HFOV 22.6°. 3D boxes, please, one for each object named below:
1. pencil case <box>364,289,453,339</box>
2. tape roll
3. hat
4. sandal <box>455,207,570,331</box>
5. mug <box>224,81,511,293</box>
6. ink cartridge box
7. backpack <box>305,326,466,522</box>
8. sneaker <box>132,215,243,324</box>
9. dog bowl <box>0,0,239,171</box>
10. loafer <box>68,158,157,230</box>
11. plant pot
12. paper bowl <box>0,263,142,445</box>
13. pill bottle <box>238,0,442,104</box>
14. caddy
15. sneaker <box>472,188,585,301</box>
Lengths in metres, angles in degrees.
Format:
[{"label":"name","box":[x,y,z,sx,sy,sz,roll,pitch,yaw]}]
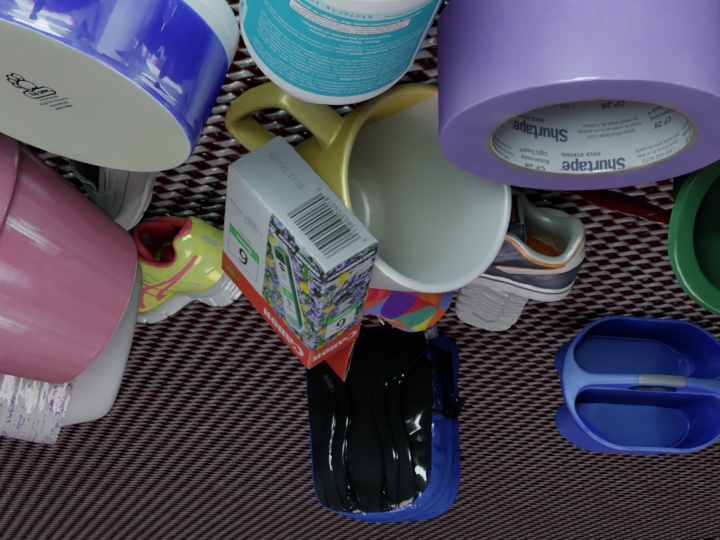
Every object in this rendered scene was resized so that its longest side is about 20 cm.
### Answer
[{"label":"pencil case","box":[0.000,0.000,1.579,0.088,0.088,0.200,-13,156,35]},{"label":"tape roll","box":[0.150,-0.124,1.179,0.200,0.085,0.200,0,164,0]},{"label":"hat","box":[0.278,-0.069,1.430,0.200,0.166,0.176,23,-167,-25]},{"label":"sandal","box":[0.132,-0.012,1.608,0.082,0.050,0.203,19,147,-11]},{"label":"mug","box":[0.001,-0.068,1.333,0.149,0.187,0.153,-28,-170,-33]},{"label":"ink cartridge box","box":[-0.049,0.006,1.290,0.050,0.109,0.200,-32,157,-24]},{"label":"backpack","box":[0.039,0.175,1.954,0.162,0.200,0.168,-10,160,26]},{"label":"sneaker","box":[-0.172,-0.012,1.582,0.090,0.078,0.200,38,149,-27]},{"label":"dog bowl","box":[-0.176,-0.136,1.042,0.200,0.079,0.200,18,163,6]},{"label":"loafer","box":[-0.184,-0.084,1.343,0.070,0.070,0.200,10,153,-16]},{"label":"plant pot","box":[-0.269,-0.009,1.297,0.179,0.200,0.200,29,149,-32]},{"label":"paper bowl","box":[-0.247,0.048,1.515,0.104,0.201,0.201,14,160,-12]},{"label":"pill bottle","box":[-0.009,-0.162,1.007,0.111,0.111,0.200,3,162,-9]},{"label":"caddy","box":[0.296,0.123,1.891,0.200,0.141,0.105,4,166,-16]},{"label":"sneaker","box":[0.090,-0.031,1.490,0.200,0.078,0.079,6,139,-11]}]
